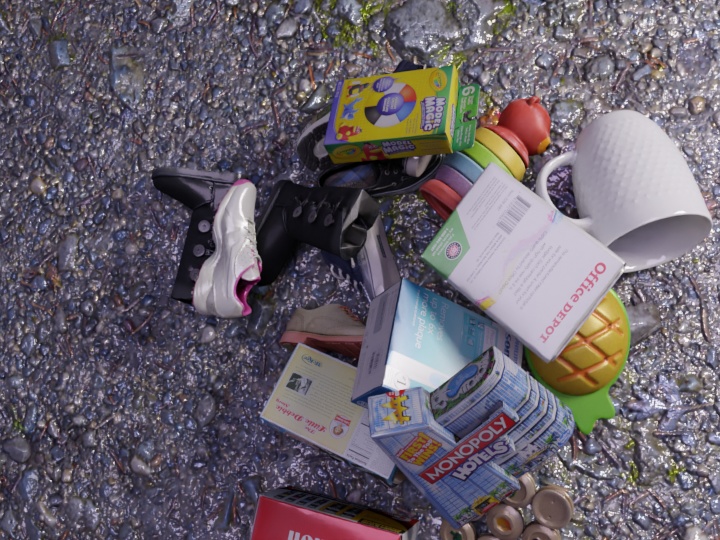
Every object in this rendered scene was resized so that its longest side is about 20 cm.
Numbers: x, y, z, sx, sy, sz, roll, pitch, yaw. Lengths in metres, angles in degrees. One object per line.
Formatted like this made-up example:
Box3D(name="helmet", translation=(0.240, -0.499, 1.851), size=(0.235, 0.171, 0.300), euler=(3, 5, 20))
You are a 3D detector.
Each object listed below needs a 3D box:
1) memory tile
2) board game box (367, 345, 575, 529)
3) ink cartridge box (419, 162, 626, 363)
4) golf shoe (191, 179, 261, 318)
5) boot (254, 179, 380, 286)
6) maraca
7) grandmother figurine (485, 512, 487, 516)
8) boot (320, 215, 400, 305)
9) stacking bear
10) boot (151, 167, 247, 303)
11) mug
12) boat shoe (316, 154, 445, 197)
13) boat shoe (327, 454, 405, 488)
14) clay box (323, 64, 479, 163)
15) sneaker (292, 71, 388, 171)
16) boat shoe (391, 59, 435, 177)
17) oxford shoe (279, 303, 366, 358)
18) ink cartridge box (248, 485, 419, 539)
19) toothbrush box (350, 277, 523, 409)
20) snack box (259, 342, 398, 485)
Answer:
Box3D(name="memory tile", translation=(0.174, 0.340, 0.962), size=(0.152, 0.017, 0.203), euler=(24, 109, 23))
Box3D(name="board game box", translation=(0.113, 0.186, 0.865), size=(0.200, 0.199, 0.062), euler=(-42, 29, 23))
Box3D(name="ink cartridge box", translation=(0.195, -0.008, 0.911), size=(0.199, 0.087, 0.146), euler=(40, 97, 17))
Box3D(name="golf shoe", translation=(-0.170, -0.027, 1.076), size=(0.090, 0.075, 0.204), euler=(13, 85, 21))
Box3D(name="boot", translation=(-0.072, -0.042, 1.068), size=(0.198, 0.065, 0.168), euler=(16, 89, 45))
Box3D(name="maraca", translation=(0.278, 0.109, 0.978), size=(0.134, 0.107, 0.204), euler=(5, 91, 9))
Box3D(name="grandmother figurine", translation=(0.137, 0.247, 1.014), size=(0.121, 0.060, 0.201), euler=(-44, 70, 12))
Box3D(name="boot", translation=(0.000, 0.000, 1.096), size=(0.089, 0.072, 0.203), euler=(-21, 73, 24))
Box3D(name="stacking bear", translation=(0.186, -0.150, 1.049), size=(0.200, 0.121, 0.114), euler=(-48, 63, -1))
Box3D(name="boot", translation=(-0.260, -0.051, 1.164), size=(0.162, 0.066, 0.204), euler=(5, 85, 17))
Box3D(name="mug", translation=(0.324, -0.106, 0.975), size=(0.196, 0.148, 0.178), euler=(-9, 64, -5))
Box3D(name="boat shoe", translation=(0.029, -0.143, 1.112), size=(0.197, 0.057, 0.070), euler=(-18, 77, 9))
Box3D(name="boat shoe", translation=(-0.022, 0.234, 1.052), size=(0.200, 0.072, 0.065), euler=(42, 97, 21))
Box3D(name="clay box", translation=(0.056, -0.209, 1.009), size=(0.197, 0.048, 0.117), euler=(-3, 60, 22))
Box3D(name="sneaker", translation=(-0.030, -0.235, 1.139), size=(0.199, 0.077, 0.088), euler=(-39, 34, -13))
Box3D(name="boat shoe", translation=(0.070, -0.220, 1.081), size=(0.091, 0.075, 0.202), euler=(16, 54, 10))
Box3D(name="oxford shoe", translation=(-0.026, 0.079, 1.063), size=(0.197, 0.071, 0.075), euler=(1, 63, 30))
Box3D(name="ink cartridge box", translation=(-0.037, 0.350, 0.977), size=(0.196, 0.176, 0.085), euler=(10, 82, 15))
Box3D(name="toothbrush box", translation=(0.102, 0.124, 0.958), size=(0.198, 0.085, 0.148), euler=(27, 58, -21))
Box3D(name="snack box", translation=(-0.023, 0.187, 1.009), size=(0.197, 0.037, 0.117), euler=(21, 68, 20))
